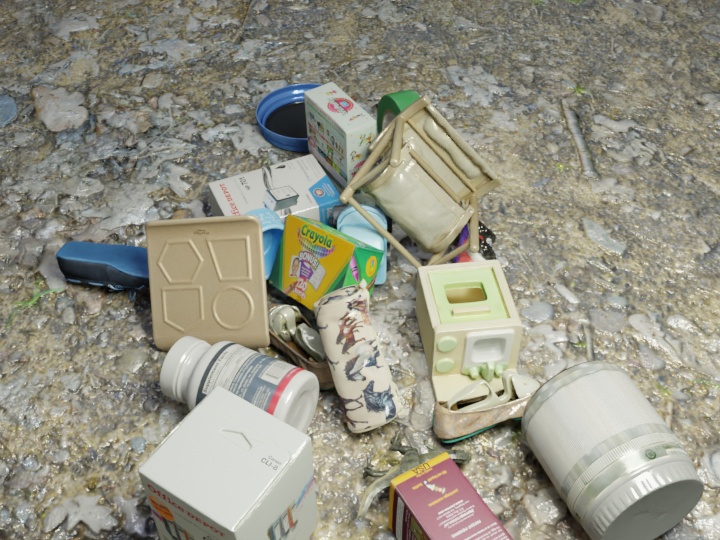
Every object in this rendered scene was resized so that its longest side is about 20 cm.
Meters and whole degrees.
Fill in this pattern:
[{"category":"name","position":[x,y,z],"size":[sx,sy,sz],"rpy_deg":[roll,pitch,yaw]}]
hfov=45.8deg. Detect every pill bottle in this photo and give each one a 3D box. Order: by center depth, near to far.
[{"category":"pill bottle","position":[-0.169,0.165,1.179],"size":[0.199,0.120,0.120],"rpy_deg":[18,47,19]}]

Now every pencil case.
[{"category":"pencil case","position":[-0.001,0.118,1.178],"size":[0.089,0.201,0.078],"rpy_deg":[-17,6,4]}]

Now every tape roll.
[{"category":"tape roll","position":[0.083,-0.216,1.511],"size":[0.048,0.201,0.201],"rpy_deg":[-13,45,-12]}]

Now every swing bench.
[{"category":"swing bench","position":[0.103,-0.131,1.349],"size":[0.199,0.130,0.200],"rpy_deg":[44,43,-17]}]

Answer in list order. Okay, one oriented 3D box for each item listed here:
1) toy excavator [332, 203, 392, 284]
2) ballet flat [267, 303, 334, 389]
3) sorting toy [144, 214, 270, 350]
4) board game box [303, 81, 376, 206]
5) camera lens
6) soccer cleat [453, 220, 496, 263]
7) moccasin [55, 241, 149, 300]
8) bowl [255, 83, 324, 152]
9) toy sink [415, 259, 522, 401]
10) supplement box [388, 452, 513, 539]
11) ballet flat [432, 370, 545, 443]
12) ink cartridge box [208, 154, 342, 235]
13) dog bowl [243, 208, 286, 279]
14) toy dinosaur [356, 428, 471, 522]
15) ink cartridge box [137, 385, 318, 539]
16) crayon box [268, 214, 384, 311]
[{"category":"toy excavator","position":[0.000,0.000,1.350],"size":[0.100,0.195,0.200],"rpy_deg":[1,16,2]},{"category":"ballet flat","position":[-0.093,0.094,1.277],"size":[0.068,0.067,0.200],"rpy_deg":[-34,53,-25]},{"category":"sorting toy","position":[-0.228,0.020,1.279],"size":[0.184,0.201,0.036],"rpy_deg":[-3,7,13]},{"category":"board game box","position":[-0.035,-0.204,1.500],"size":[0.064,0.200,0.148],"rpy_deg":[-24,49,-21]},{"category":"camera lens","position":[0.311,0.227,1.078],"size":[0.159,0.160,0.200],"rpy_deg":[-16,46,-15]},{"category":"soccer cleat","position":[0.181,-0.035,1.411],"size":[0.068,0.073,0.200],"rpy_deg":[37,21,-9]},{"category":"moccasin","position":[-0.394,-0.001,1.394],"size":[0.199,0.068,0.081],"rpy_deg":[13,38,12]},{"category":"bowl","position":[-0.111,-0.309,1.726],"size":[0.200,0.039,0.201],"rpy_deg":[0,44,0]},{"category":"toy sink","position":[0.161,0.090,1.257],"size":[0.130,0.112,0.200],"rpy_deg":[-5,44,-4]},{"category":"supplement box","position":[0.120,0.333,1.007],"size":[0.085,0.111,0.200],"rpy_deg":[-23,48,-21]},{"category":"ballet flat","position":[0.193,0.178,1.178],"size":[0.199,0.067,0.068],"rpy_deg":[-17,10,-11]},{"category":"ink cartridge box","position":[-0.147,-0.107,1.486],"size":[0.199,0.086,0.147],"rpy_deg":[-17,47,-18]},{"category":"dog bowl","position":[-0.192,-0.017,1.362],"size":[0.200,0.112,0.050],"rpy_deg":[-32,42,-23]},{"category":"toy dinosaur","position":[0.054,0.258,1.120],"size":[0.200,0.048,0.088],"rpy_deg":[-20,28,-32]},{"category":"ink cartridge box","position":[-0.149,0.270,1.012],"size":[0.145,0.200,0.145],"rpy_deg":[24,49,23]},{"category":"crayon box","position":[-0.056,-0.004,1.301],"size":[0.058,0.119,0.200],"rpy_deg":[12,9,-37]}]
